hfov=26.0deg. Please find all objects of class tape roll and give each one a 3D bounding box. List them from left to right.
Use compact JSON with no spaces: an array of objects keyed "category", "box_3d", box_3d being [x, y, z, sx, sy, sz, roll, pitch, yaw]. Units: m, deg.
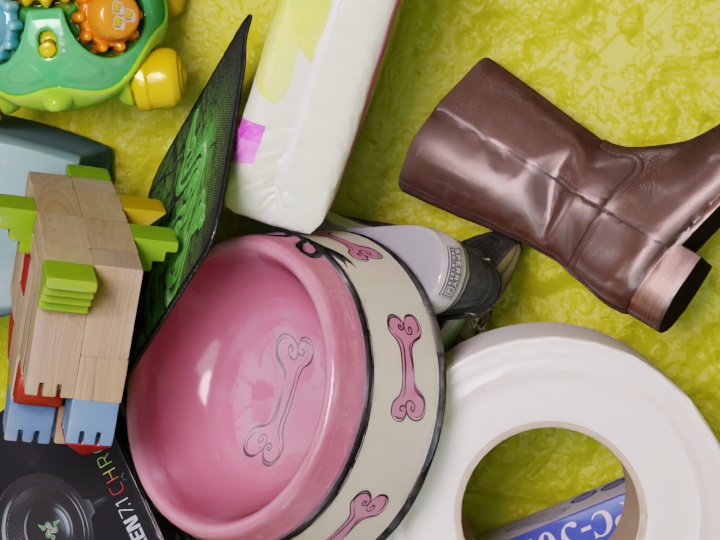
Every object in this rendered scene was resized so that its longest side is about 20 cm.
[{"category":"tape roll","box_3d":[0.106,0.131,0.888,0.202,0.071,0.203,0,94,3]}]

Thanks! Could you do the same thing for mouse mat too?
[{"category":"mouse mat","box_3d":[-0.105,-0.040,0.912,0.008,0.200,0.161,21,133,-18]}]

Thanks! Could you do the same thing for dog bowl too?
[{"category":"dog bowl","box_3d":[-0.051,0.068,0.870,0.200,0.074,0.200,-12,72,39]}]

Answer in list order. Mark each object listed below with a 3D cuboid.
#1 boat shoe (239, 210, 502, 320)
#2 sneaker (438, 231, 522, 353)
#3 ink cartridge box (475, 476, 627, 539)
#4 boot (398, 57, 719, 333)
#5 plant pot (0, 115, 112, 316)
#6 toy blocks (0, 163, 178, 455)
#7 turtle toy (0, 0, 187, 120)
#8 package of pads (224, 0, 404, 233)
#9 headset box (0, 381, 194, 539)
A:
[{"category":"boat shoe","box_3d":[0.000,0.000,0.941,0.200,0.057,0.069,11,86,49]},{"category":"sneaker","box_3d":[0.053,0.069,0.970,0.089,0.077,0.200,27,99,-25]},{"category":"ink cartridge box","box_3d":[0.102,0.208,0.974,0.200,0.044,0.094,-25,92,17]},{"category":"boot","box_3d":[0.138,-0.086,0.918,0.200,0.064,0.186,33,85,24]},{"category":"plant pot","box_3d":[-0.266,-0.038,1.002,0.200,0.141,0.141,2,99,4]},{"category":"toy blocks","box_3d":[-0.165,0.034,0.870,0.100,0.200,0.137,7,108,-18]},{"category":"turtle toy","box_3d":[-0.183,-0.180,0.956,0.146,0.101,0.200,-4,57,0]},{"category":"package of pads","box_3d":[-0.016,-0.134,0.905,0.068,0.155,0.200,18,105,-1]},{"category":"headset box","box_3d":[-0.206,0.181,1.012,0.200,0.093,0.174,-29,78,13]}]
